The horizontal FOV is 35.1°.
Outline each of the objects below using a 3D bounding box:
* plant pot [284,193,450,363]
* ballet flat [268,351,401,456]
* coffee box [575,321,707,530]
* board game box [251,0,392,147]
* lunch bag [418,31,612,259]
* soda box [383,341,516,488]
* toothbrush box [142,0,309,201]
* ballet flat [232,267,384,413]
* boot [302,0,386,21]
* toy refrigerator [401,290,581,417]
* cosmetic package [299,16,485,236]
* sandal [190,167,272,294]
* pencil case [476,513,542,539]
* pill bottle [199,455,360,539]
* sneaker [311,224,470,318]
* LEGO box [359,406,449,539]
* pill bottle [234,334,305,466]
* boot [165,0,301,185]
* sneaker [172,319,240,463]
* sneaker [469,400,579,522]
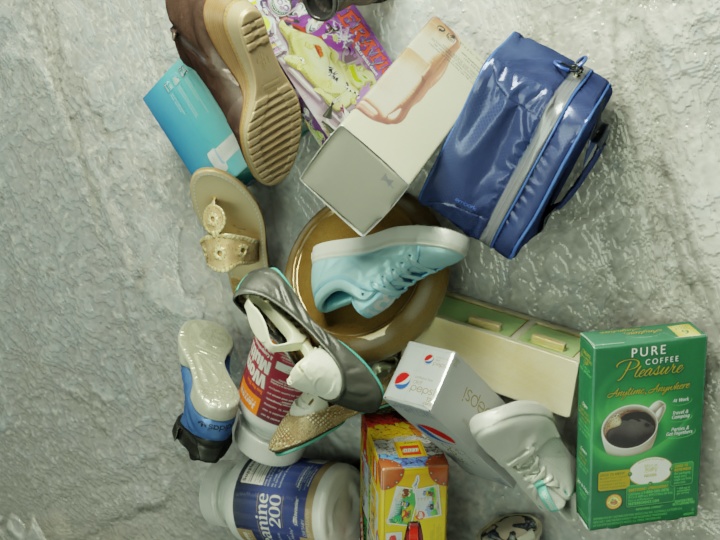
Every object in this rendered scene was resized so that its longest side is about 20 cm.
[{"bbox_3d":[0.000,0.000,1.236,0.197,0.027,0.203,-9,67,22],"label":"plant pot"},{"bbox_3d":[-0.022,0.140,1.289,0.066,0.198,0.070,68,168,-14],"label":"ballet flat"},{"bbox_3d":[0.279,0.155,1.137,0.121,0.044,0.203,-6,108,-8],"label":"coffee box"},{"bbox_3d":[-0.028,-0.212,1.196,0.201,0.119,0.032,56,149,3],"label":"board game box"},{"bbox_3d":[0.160,-0.122,1.093,0.131,0.136,0.202,31,124,7],"label":"lunch bag"},{"bbox_3d":[0.108,0.153,1.190,0.063,0.069,0.200,11,156,40],"label":"soda box"},{"bbox_3d":[-0.130,-0.198,1.283,0.199,0.085,0.147,-38,84,36],"label":"toothbrush box"},{"bbox_3d":[-0.063,0.083,1.191,0.200,0.068,0.068,45,133,15],"label":"ballet flat"},{"bbox_3d":[-0.018,-0.357,1.129,0.069,0.131,0.203,-3,105,33],"label":"boot"},{"bbox_3d":[0.148,0.081,1.210,0.198,0.076,0.071,18,115,27],"label":"toy refrigerator"},{"bbox_3d":[0.038,-0.143,1.108,0.087,0.201,0.103,40,140,-5],"label":"cosmetic package"},{"bbox_3d":[-0.145,-0.016,1.311,0.076,0.070,0.214,-5,134,12],"label":"sandal"},{"bbox_3d":[0.180,0.376,1.288,0.089,0.077,0.203,10,114,56],"label":"pencil case"},{"bbox_3d":[-0.100,0.286,1.415,0.197,0.111,0.113,1,107,32],"label":"pill bottle"},{"bbox_3d":[0.030,0.007,1.157,0.198,0.073,0.083,-11,71,44],"label":"sneaker"},{"bbox_3d":[0.046,0.276,1.290,0.076,0.149,0.203,-2,109,-8],"label":"LEGO box"},{"bbox_3d":[-0.085,0.126,1.352,0.109,0.109,0.202,30,119,20],"label":"pill bottle"},{"bbox_3d":[-0.136,-0.202,1.195,0.166,0.072,0.203,30,137,50],"label":"boot"},{"bbox_3d":[-0.193,0.151,1.394,0.201,0.076,0.113,-118,40,-56],"label":"sneaker"},{"bbox_3d":[0.180,0.199,1.156,0.075,0.200,0.090,-27,52,23],"label":"sneaker"}]
